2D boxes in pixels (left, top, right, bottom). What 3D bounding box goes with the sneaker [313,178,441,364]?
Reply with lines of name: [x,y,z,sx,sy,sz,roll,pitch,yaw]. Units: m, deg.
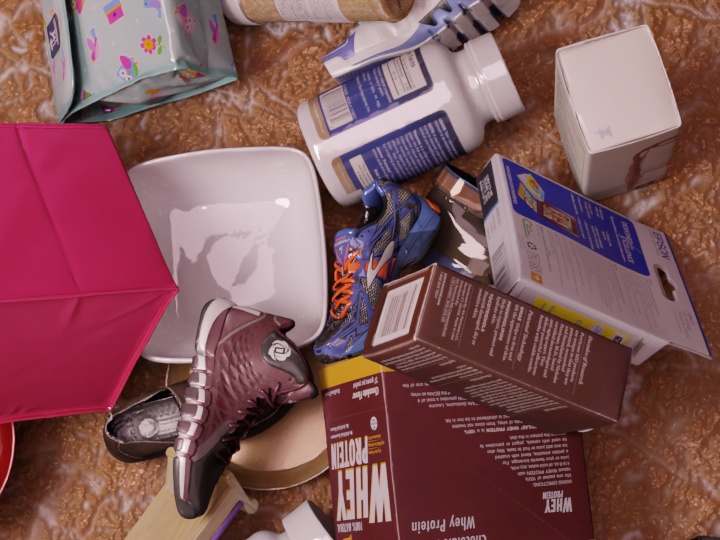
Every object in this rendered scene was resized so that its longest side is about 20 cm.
sneaker: [0.000,0.000,1.449,0.078,0.075,0.200,39,57,-23]

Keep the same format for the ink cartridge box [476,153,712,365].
ink cartridge box: [0.205,-0.002,1.419,0.200,0.198,0.047,25,120,-19]

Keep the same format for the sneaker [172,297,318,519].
sneaker: [-0.099,0.127,1.403,0.115,0.076,0.201,8,78,4]

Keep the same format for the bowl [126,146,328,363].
bowl: [-0.128,-0.010,1.502,0.199,0.075,0.201,-5,81,5]

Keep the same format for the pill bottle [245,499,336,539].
pill bottle: [-0.096,0.312,1.460,0.200,0.110,0.110,-40,80,0]

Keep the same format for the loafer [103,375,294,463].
loafer: [-0.152,0.134,1.485,0.199,0.071,0.073,-22,80,3]

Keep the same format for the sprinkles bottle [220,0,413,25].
sprinkles bottle: [-0.044,-0.271,1.517,0.199,0.068,0.069,6,82,37]

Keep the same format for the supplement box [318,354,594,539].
supplement box: [0.084,0.173,1.407,0.197,0.133,0.201,-2,80,-26]

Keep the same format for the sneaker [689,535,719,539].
sneaker: [0.300,0.330,1.432,0.098,0.071,0.201,25,83,9]

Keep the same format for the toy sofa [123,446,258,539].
toy sofa: [-0.181,0.272,1.442,0.083,0.098,0.200,15,57,36]

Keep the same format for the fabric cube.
fabric cube: [-0.311,0.003,1.426,0.199,0.196,0.200,-4,52,-36]

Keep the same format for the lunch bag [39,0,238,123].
lunch bag: [-0.238,-0.243,1.549,0.199,0.122,0.171,-14,83,31]

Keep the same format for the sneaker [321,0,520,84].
sneaker: [0.049,-0.261,1.550,0.199,0.081,0.115,-29,65,9]

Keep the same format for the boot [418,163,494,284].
boot: [0.137,-0.007,1.510,0.200,0.075,0.097,38,104,13]

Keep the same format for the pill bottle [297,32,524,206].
pill bottle: [0.050,-0.149,1.502,0.199,0.111,0.111,-24,80,8]

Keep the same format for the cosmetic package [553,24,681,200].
cosmetic package: [0.232,-0.139,1.441,0.087,0.200,0.104,-16,80,4]

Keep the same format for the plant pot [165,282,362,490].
plant pot: [-0.089,0.112,1.531,0.199,0.027,0.201,-1,83,6]

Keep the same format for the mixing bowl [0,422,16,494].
mixing bowl: [-0.412,0.166,1.518,0.199,0.108,0.201,-1,83,6]

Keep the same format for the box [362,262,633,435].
box: [0.115,0.069,1.313,0.200,0.100,0.075,25,69,-20]
